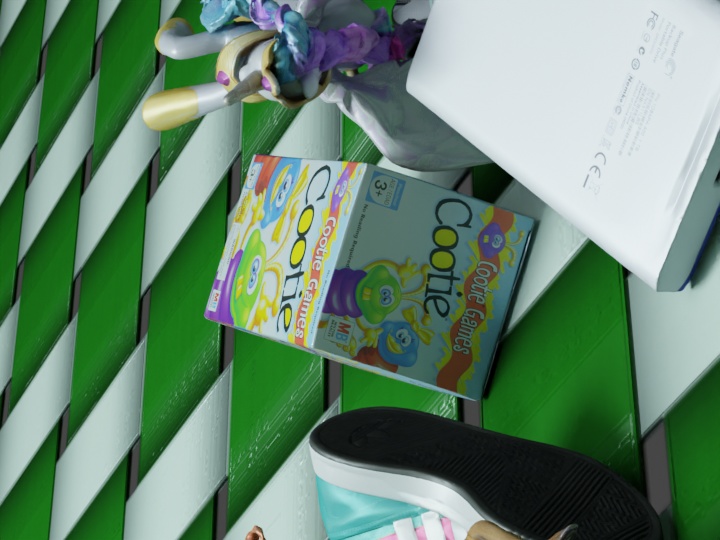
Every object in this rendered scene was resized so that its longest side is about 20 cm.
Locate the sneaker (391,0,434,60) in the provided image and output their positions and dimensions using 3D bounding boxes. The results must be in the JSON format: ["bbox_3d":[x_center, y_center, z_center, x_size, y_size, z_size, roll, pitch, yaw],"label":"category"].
[{"bbox_3d":[0.047,-0.175,1.516,0.141,0.077,0.200,-65,21,15],"label":"sneaker"}]

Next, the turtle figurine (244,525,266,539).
[{"bbox_3d":[-0.003,0.182,1.363,0.200,0.064,0.162,-32,51,48],"label":"turtle figurine"}]

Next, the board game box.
[{"bbox_3d":[0.000,0.000,1.452,0.200,0.102,0.106,10,82,70],"label":"board game box"}]

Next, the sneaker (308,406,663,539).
[{"bbox_3d":[0.059,0.146,1.214,0.199,0.083,0.122,17,124,43],"label":"sneaker"}]

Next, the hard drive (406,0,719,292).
[{"bbox_3d":[0.107,-0.098,1.237,0.200,0.025,0.133,42,121,41],"label":"hard drive"}]

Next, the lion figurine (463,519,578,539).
[{"bbox_3d":[0.065,0.172,1.129,0.123,0.072,0.201,-129,38,-59],"label":"lion figurine"}]

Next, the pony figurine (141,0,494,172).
[{"bbox_3d":[-0.014,-0.122,1.395,0.200,0.192,0.168,11,118,67],"label":"pony figurine"}]
